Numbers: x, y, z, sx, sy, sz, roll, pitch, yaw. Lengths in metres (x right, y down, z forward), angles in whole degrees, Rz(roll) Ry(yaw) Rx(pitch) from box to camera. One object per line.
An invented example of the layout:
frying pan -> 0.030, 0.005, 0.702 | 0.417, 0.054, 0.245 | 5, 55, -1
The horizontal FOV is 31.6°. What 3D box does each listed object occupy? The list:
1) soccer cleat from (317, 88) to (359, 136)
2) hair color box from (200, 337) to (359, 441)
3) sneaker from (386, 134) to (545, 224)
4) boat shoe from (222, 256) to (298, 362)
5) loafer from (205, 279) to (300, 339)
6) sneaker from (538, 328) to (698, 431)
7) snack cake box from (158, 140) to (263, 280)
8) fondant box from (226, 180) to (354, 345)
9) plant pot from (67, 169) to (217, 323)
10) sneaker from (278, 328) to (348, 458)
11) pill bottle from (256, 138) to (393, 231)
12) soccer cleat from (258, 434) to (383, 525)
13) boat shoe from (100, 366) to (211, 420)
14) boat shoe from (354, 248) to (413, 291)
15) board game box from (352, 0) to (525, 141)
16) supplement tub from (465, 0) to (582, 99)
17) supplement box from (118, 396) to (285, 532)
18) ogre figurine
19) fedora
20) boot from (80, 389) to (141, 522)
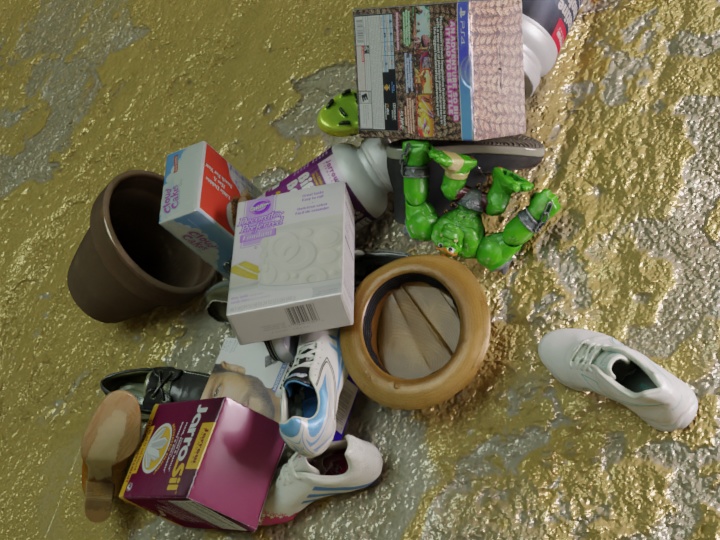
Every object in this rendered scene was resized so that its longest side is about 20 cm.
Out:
soccer cleat -> 0.018, -0.208, 1.690 | 0.199, 0.084, 0.065 | -29, 69, -39
hair color box -> -0.102, 0.153, 1.602 | 0.199, 0.065, 0.110 | 3, 63, 39
sneaker -> 0.134, -0.115, 1.610 | 0.198, 0.107, 0.075 | -2, 21, 8
boat shoe -> -0.126, 0.048, 1.603 | 0.056, 0.069, 0.201 | -30, 45, 7
loafer -> -0.135, 0.063, 1.677 | 0.199, 0.075, 0.070 | 6, 61, 39
sneaker -> 0.264, 0.100, 1.354 | 0.200, 0.080, 0.071 | 24, 79, 45
snack cake box -> -0.179, -0.067, 1.709 | 0.067, 0.200, 0.116 | -17, 52, 27
fondant box -> -0.082, -0.011, 1.549 | 0.143, 0.059, 0.201 | -11, 43, 11
plant pot -> -0.328, -0.016, 1.814 | 0.174, 0.199, 0.202 | -36, 44, 35
sneaker -> -0.056, 0.123, 1.486 | 0.071, 0.073, 0.201 | -17, 40, 20
pill bottle -> -0.035, -0.098, 1.683 | 0.199, 0.112, 0.113 | -34, 47, 11
soccer cleat -> -0.070, 0.240, 1.502 | 0.199, 0.086, 0.070 | -25, 49, 22
boat shoe -> -0.270, 0.165, 1.716 | 0.199, 0.066, 0.072 | -5, 58, 34
boat shoe -> 0.000, 0.000, 1.616 | 0.198, 0.071, 0.072 | -4, 48, 30
board game box -> 0.094, -0.244, 1.552 | 0.199, 0.096, 0.161 | 9, 106, 46
supplement tub -> 0.206, -0.336, 1.644 | 0.140, 0.140, 0.201 | 12, 69, 41
supplement box -> -0.192, 0.236, 1.545 | 0.199, 0.103, 0.132 | -14, 50, 54
ogre figurine -> 0.132, -0.072, 1.535 | 0.098, 0.198, 0.121 | -76, 2, -70
fedora -> 0.072, 0.080, 1.501 | 0.199, 0.082, 0.202 | -11, 60, 19
boot -> -0.328, 0.210, 1.655 | 0.144, 0.070, 0.203 | -107, 30, -62
